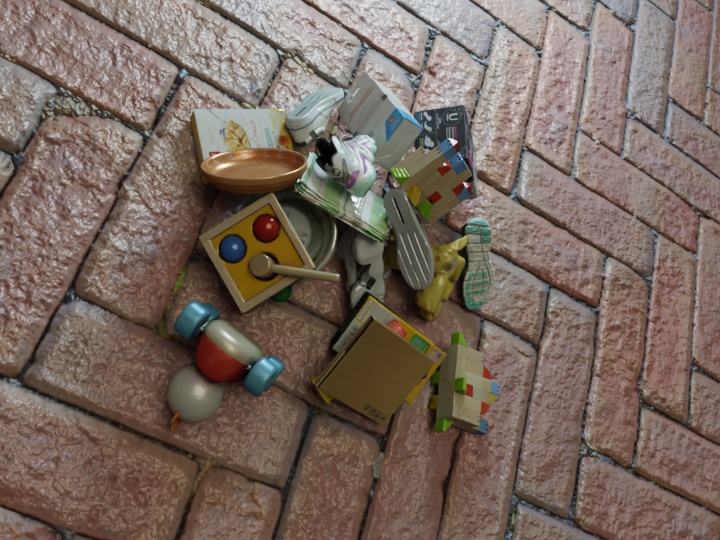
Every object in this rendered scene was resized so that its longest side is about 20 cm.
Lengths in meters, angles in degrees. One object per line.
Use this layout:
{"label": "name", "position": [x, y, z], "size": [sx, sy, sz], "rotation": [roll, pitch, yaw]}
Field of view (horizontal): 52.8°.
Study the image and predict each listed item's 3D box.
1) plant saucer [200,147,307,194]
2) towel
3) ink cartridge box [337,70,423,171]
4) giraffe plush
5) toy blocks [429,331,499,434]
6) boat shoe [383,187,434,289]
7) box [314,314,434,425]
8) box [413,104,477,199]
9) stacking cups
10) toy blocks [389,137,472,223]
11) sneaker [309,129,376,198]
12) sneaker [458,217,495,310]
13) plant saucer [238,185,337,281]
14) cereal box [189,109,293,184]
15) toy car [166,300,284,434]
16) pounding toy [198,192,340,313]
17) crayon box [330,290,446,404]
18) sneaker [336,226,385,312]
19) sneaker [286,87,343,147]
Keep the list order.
{"label": "plant saucer", "position": [-0.194, -0.183, 1.337], "size": [0.197, 0.199, 0.038], "rotation": [-17, 119, -32]}
{"label": "towel", "position": [-0.028, -0.147, 1.404], "size": [0.198, 0.031, 0.150], "rotation": [29, 34, -12]}
{"label": "ink cartridge box", "position": [0.037, -0.322, 1.550], "size": [0.067, 0.116, 0.201], "rotation": [19, 30, -43]}
{"label": "giraffe plush", "position": [0.119, -0.015, 1.511], "size": [0.160, 0.201, 0.174], "rotation": [26, 61, 15]}
{"label": "toy blocks", "position": [0.229, 0.248, 1.507], "size": [0.135, 0.099, 0.204], "rotation": [24, 61, -30]}
{"label": "boat shoe", "position": [0.102, -0.065, 1.413], "size": [0.071, 0.071, 0.204], "rotation": [-11, 85, -70]}
{"label": "box", "position": [0.031, 0.190, 1.352], "size": [0.164, 0.021, 0.199], "rotation": [-50, 130, 4]}
{"label": "box", "position": [0.190, -0.246, 1.578], "size": [0.112, 0.200, 0.135], "rotation": [-6, 70, 15]}
{"label": "stacking cups", "position": [-0.001, 0.166, 1.374], "size": [0.199, 0.060, 0.061], "rotation": [-40, 93, -6]}
{"label": "toy blocks", "position": [0.156, -0.184, 1.433], "size": [0.200, 0.136, 0.101], "rotation": [42, 17, -50]}
{"label": "sneaker", "position": [-0.040, -0.236, 1.410], "size": [0.138, 0.078, 0.201], "rotation": [29, 26, -20]}
{"label": "sneaker", "position": [0.253, -0.016, 1.620], "size": [0.076, 0.091, 0.205], "rotation": [1, 96, -10]}
{"label": "plant saucer", "position": [-0.143, -0.076, 1.410], "size": [0.195, 0.050, 0.205], "rotation": [0, 87, -4]}
{"label": "cereal box", "position": [-0.232, -0.251, 1.452], "size": [0.197, 0.039, 0.147], "rotation": [-8, 77, -31]}
{"label": "toy car", "position": [-0.263, 0.188, 1.241], "size": [0.183, 0.177, 0.201], "rotation": [38, 87, 3]}
{"label": "pounding toy", "position": [-0.161, -0.019, 1.309], "size": [0.182, 0.142, 0.202], "rotation": [-31, 89, -4]}
{"label": "crayon box", "position": [0.054, 0.152, 1.429], "size": [0.199, 0.052, 0.127], "rotation": [37, 93, -12]}
{"label": "sneaker", "position": [0.000, 0.000, 1.473], "size": [0.074, 0.115, 0.204], "rotation": [-4, 110, -19]}
{"label": "sneaker", "position": [-0.095, -0.329, 1.546], "size": [0.200, 0.072, 0.072], "rotation": [-49, 139, -43]}
